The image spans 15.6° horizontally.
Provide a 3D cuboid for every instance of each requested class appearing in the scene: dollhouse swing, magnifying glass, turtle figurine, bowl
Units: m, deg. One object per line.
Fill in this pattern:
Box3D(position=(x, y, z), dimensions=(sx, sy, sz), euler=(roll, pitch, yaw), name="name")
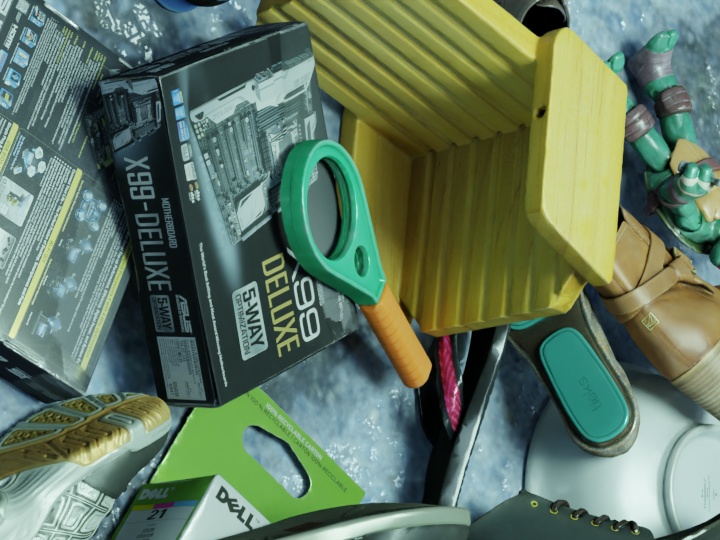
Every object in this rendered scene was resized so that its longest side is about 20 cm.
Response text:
Box3D(position=(0.032, -0.074, 1.628), dimensions=(0.175, 0.199, 0.183), euler=(19, 70, -38), name="dollhouse swing")
Box3D(position=(0.000, 0.000, 1.634), dimensions=(0.200, 0.022, 0.080), euler=(62, 36, -41), name="magnifying glass")
Box3D(position=(0.242, -0.070, 1.872), dimensions=(0.200, 0.101, 0.150), euler=(55, 30, 8), name="turtle figurine")
Box3D(position=(0.214, 0.159, 1.819), dimensions=(0.200, 0.090, 0.202), euler=(9, 77, -40), name="bowl")

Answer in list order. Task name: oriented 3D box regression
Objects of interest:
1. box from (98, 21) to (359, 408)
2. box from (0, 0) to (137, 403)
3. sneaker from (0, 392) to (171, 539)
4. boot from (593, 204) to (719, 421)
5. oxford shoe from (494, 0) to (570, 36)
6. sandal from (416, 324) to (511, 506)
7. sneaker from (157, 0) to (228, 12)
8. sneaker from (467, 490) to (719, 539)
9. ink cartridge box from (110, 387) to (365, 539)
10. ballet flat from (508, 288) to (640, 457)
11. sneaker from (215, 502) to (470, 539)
Box3D(position=(-0.076, -0.036, 1.584), dimensions=(0.157, 0.050, 0.201), euler=(-26, 111, -53), name="box")
Box3D(position=(-0.196, -0.049, 1.524), dimensions=(0.161, 0.049, 0.201), euler=(34, 61, -30), name="box")
Box3D(position=(-0.182, 0.143, 1.497), dimensions=(0.200, 0.075, 0.088), euler=(-35, 120, -36), name="sneaker")
Box3D(position=(0.212, 0.016, 1.830), dimensions=(0.155, 0.077, 0.200), euler=(44, 23, -9), name="boot")
Box3D(position=(0.118, -0.192, 1.811), dimensions=(0.071, 0.073, 0.201), euler=(17, 71, -38), name="oxford shoe")
Box3D(position=(0.058, 0.082, 1.713), dimensions=(0.045, 0.075, 0.201), euler=(18, 74, -5), name="sandal")
Box3D(position=(-0.106, -0.263, 1.624), dimensions=(0.070, 0.078, 0.201), euler=(-15, 92, -42), name="sneaker")
Box3D(position=(0.161, 0.175, 1.713), dimensions=(0.199, 0.075, 0.107), euler=(-25, 80, -9), name="sneaker")
Box3D(position=(-0.062, 0.168, 1.582), dimensions=(0.148, 0.076, 0.201), euler=(45, 57, -26), name="ink cartridge box")
Box3D(position=(0.132, 0.041, 1.777), dimensions=(0.201, 0.068, 0.067), euler=(68, 11, 22), name="ballet flat")
Box3D(position=(-0.017, 0.197, 1.526), dimensions=(0.199, 0.075, 0.107), euler=(-10, 93, -33), name="sneaker")
